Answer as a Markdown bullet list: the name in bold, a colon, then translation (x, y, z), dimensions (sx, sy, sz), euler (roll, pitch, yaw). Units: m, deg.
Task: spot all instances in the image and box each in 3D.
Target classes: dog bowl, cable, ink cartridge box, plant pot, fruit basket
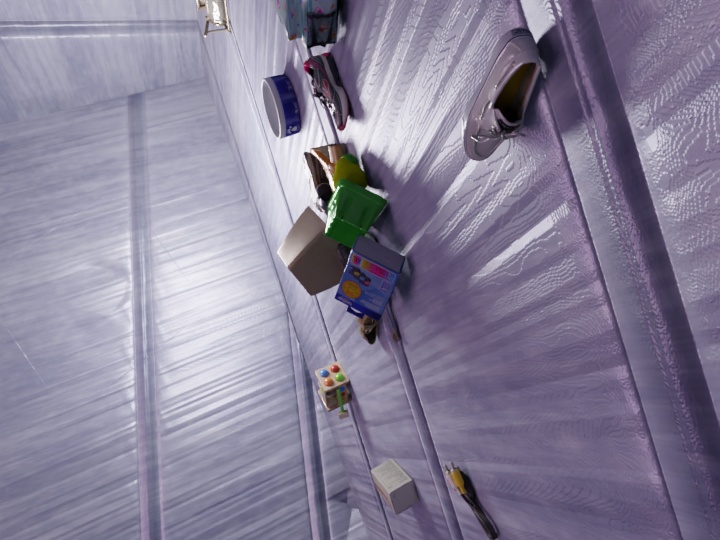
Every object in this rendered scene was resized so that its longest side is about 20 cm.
- **dog bowl**: translation (-0.277, -0.567, 1.861), dimensions (0.200, 0.076, 0.207), euler (161, 91, -74)
- **cable**: translation (0.268, 0.583, 1.349), dimensions (0.098, 0.049, 0.204), euler (97, 151, -57)
- **ink cartridge box**: translation (0.018, 0.032, 1.348), dimensions (0.133, 0.077, 0.204), euler (25, 132, 4)
- **plant pot**: translation (-0.148, -0.045, 1.709), dimensions (0.201, 0.176, 0.200), euler (51, 176, -35)
- **fruit basket**: translation (-0.016, -0.188, 1.384), dimensions (0.216, 0.151, 0.222), euler (-156, 89, -83)

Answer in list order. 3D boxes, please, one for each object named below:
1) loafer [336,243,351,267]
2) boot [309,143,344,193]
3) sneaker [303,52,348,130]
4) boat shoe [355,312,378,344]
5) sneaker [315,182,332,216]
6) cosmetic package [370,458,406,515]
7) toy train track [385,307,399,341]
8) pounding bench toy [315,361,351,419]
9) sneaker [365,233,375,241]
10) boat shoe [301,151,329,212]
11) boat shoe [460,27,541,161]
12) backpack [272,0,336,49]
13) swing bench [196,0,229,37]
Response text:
- **loafer**: translation (0.000, 0.000, 1.579), dimensions (0.205, 0.069, 0.069), euler (62, -163, -18)
- **boot**: translation (-0.087, -0.287, 1.553), dimensions (0.200, 0.069, 0.149), euler (24, 127, 62)
- **sneaker**: translation (-0.084, -0.450, 1.374), dimensions (0.081, 0.072, 0.206), euler (135, 115, -71)
- **boat shoe**: translation (0.030, 0.169, 1.670), dimensions (0.064, 0.072, 0.201), euler (56, 169, 22)
- **sneaker**: translation (-0.067, -0.175, 1.600), dimensions (0.204, 0.077, 0.079), euler (60, 168, 0)
- **cosmetic package**: translation (0.121, 0.776, 1.937), dimensions (0.199, 0.100, 0.090), euler (-171, 61, -73)
- **toy train track**: translation (0.062, 0.108, 1.514), dimensions (0.115, 0.032, 0.206), euler (-112, 0, -80)
- **pounding bench toy**: translation (-0.107, 0.533, 2.376), dimensions (0.201, 0.120, 0.160), euler (-127, 25, -46)
- **sneaker**: translation (0.012, -0.022, 1.461), dimensions (0.079, 0.096, 0.202), euler (89, 156, -49)
- **boat shoe**: translation (-0.126, -0.285, 1.685), dimensions (0.075, 0.071, 0.207), euler (134, 121, -68)
- **boat shoe**: translation (0.193, -0.208, 0.725), dimensions (0.204, 0.072, 0.089), euler (108, 157, -54)
- **backpack**: translation (-0.120, -0.625, 1.189), dimensions (0.202, 0.148, 0.181), euler (115, 139, -58)
- **swing bench**: translation (-0.662, -1.193, 2.377), dimensions (0.201, 0.125, 0.206), euler (104, 149, -62)
